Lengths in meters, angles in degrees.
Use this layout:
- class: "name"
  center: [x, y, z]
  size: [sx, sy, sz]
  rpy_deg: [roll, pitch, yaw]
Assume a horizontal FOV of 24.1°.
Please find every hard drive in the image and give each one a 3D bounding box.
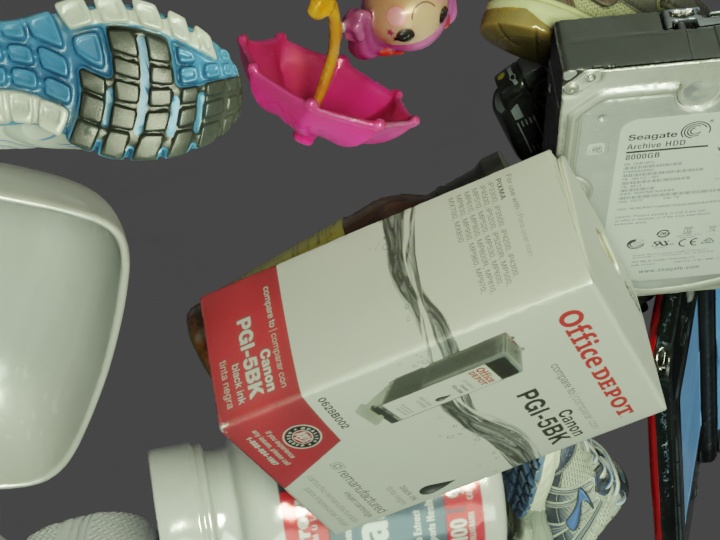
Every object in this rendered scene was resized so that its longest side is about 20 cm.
- class: "hard drive"
  center: [0.162, -0.054, 0.863]
  size: [0.138, 0.038, 0.201]
  rpy_deg: [-5, 145, -2]

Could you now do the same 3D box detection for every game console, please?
- class: "game console"
  center: [0.243, 0.068, 1.019]
  size: [0.117, 0.173, 0.202]
  rpy_deg: [3, 132, 17]

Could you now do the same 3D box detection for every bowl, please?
- class: "bowl"
  center: [-0.230, 0.018, 0.879]
  size: [0.197, 0.075, 0.201]
  rpy_deg: [8, 125, -20]

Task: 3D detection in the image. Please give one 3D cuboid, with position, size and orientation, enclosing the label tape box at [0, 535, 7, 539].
- class: "label tape box"
  center: [-0.303, 0.182, 0.998]
  size: [0.142, 0.066, 0.200]
  rpy_deg: [-31, 128, 12]

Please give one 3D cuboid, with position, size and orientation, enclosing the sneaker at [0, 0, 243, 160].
- class: "sneaker"
  center: [-0.155, -0.090, 0.807]
  size: [0.197, 0.087, 0.076]
  rpy_deg: [3, 90, -5]

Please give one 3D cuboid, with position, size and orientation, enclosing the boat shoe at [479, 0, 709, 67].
- class: "boat shoe"
  center: [0.151, -0.125, 0.866]
  size: [0.198, 0.073, 0.066]
  rpy_deg: [13, 89, -37]

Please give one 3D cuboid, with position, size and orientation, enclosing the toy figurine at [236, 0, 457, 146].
- class: "toy figurine"
  center: [0.003, -0.147, 0.798]
  size: [0.199, 0.150, 0.185]
  rpy_deg: [-32, 148, -19]

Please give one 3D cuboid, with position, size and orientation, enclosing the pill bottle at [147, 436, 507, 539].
- class: "pill bottle"
  center: [-0.022, 0.135, 0.997]
  size: [0.197, 0.120, 0.121]
  rpy_deg: [-9, 130, -7]

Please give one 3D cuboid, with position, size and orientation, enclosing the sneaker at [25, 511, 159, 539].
- class: "sneaker"
  center: [-0.127, 0.220, 1.066]
  size: [0.198, 0.076, 0.115]
  rpy_deg: [6, 124, -22]

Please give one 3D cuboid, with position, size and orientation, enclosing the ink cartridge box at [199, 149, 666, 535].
- class: "ink cartridge box"
  center: [0.040, 0.043, 0.860]
  size: [0.198, 0.084, 0.147]
  rpy_deg: [-23, 143, 14]

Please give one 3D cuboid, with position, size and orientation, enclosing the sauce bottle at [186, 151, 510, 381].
- class: "sauce bottle"
  center: [0.000, 0.000, 0.931]
  size: [0.199, 0.066, 0.066]
  rpy_deg: [-31, 129, 11]

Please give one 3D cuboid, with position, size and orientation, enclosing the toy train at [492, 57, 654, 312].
- class: "toy train"
  center: [0.121, -0.040, 0.950]
  size: [0.045, 0.034, 0.201]
  rpy_deg: [-24, 130, 10]

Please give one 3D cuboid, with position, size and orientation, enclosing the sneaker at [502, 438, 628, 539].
- class: "sneaker"
  center: [0.127, 0.126, 1.071]
  size: [0.084, 0.077, 0.201]
  rpy_deg: [-16, 138, -15]
